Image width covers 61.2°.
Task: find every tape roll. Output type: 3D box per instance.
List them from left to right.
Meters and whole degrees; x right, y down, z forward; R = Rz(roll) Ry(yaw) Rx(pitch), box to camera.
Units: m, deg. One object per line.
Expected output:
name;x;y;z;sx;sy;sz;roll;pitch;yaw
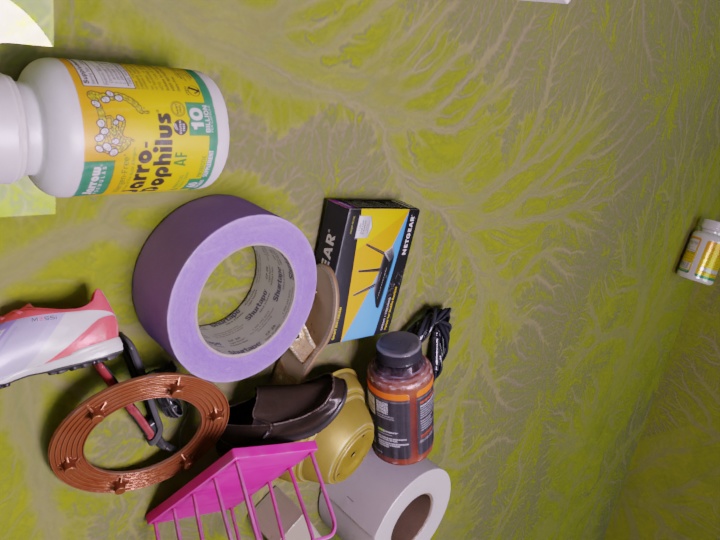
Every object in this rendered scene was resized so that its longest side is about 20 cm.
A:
tape roll;-0.152;0.020;0.706;0.199;0.085;0.202;-23;125;-37
tape roll;0.044;0.402;1.071;0.202;0.139;0.205;-23;125;-37

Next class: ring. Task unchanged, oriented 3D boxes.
ring;-0.245;0.193;0.693;0.199;0.019;0.202;-20;137;-20

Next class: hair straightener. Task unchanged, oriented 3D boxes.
hair straightener;-0.238;0.145;0.711;0.077;0.041;0.201;-38;133;-27

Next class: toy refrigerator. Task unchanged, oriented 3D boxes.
toy refrigerator;-0.105;0.441;0.983;0.070;0.076;0.201;-43;136;-23

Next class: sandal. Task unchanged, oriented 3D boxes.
sandal;-0.093;0.093;0.813;0.069;0.077;0.214;0;116;-47

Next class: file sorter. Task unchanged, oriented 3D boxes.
file sorter;-0.147;0.320;0.766;0.200;0.126;0.138;-40;148;28

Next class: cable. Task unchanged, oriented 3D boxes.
cable;0.111;0.154;1.082;0.201;0.051;0.163;-54;139;-13

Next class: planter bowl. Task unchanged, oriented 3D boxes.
planter bowl;-0.037;0.255;0.917;0.200;0.083;0.202;-41;148;-33

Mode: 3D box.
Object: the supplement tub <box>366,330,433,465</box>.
supplement tub;0.064;0.199;0.959;0.106;0.106;0.202;-25;124;-36

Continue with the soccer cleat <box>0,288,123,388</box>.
soccer cleat;-0.330;0.071;0.568;0.198;0.068;0.074;-13;87;-31

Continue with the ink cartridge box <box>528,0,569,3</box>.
ink cartridge box;0.166;-0.409;0.730;0.084;0.199;0.145;-57;139;-7

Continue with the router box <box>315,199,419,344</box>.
router box;0.000;0.000;0.879;0.148;0.051;0.202;-6;116;-45

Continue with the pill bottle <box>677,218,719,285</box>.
pill bottle;1.139;-0.064;2.009;0.112;0.112;0.202;4;106;-48

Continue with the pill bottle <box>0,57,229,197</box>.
pill bottle;-0.225;-0.123;0.529;0.199;0.112;0.114;-11;118;-43

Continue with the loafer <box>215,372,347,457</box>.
loafer;-0.111;0.183;0.792;0.198;0.073;0.072;-26;119;5
